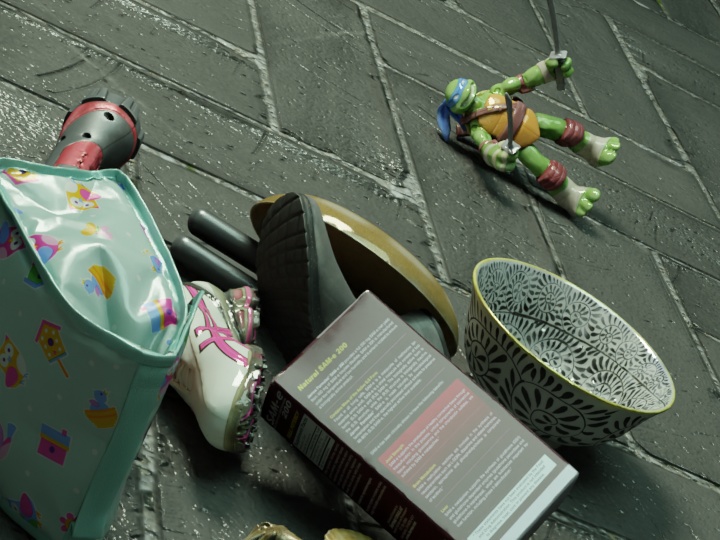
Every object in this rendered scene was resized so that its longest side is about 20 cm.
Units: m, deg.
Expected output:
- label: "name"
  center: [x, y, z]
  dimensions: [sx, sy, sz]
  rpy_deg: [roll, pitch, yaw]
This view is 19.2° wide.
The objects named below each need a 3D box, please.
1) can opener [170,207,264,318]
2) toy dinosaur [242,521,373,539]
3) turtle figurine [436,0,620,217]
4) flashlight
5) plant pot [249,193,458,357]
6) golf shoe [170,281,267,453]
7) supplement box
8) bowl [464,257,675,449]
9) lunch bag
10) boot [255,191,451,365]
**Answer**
- label: "can opener"
  center: [-0.062, 0.023, 1.712]
  dimensions: [0.199, 0.053, 0.066]
  rpy_deg: [33, -12, -5]
- label: "toy dinosaur"
  center: [0.015, 0.208, 1.408]
  dimensions: [0.199, 0.058, 0.101]
  rpy_deg: [21, 24, -26]
- label: "turtle figurine"
  center: [0.195, -0.155, 2.257]
  dimensions: [0.193, 0.200, 0.145]
  rpy_deg: [33, 36, -21]
- label: "flashlight"
  center: [-0.218, -0.083, 1.683]
  dimensions: [0.067, 0.068, 0.200]
  rpy_deg: [24, 22, -7]
- label: "plant pot"
  center: [0.000, 0.000, 1.697]
  dimensions: [0.199, 0.028, 0.200]
  rpy_deg: [32, -17, 11]
- label: "golf shoe"
  center: [-0.115, 0.070, 1.517]
  dimensions: [0.091, 0.073, 0.200]
  rpy_deg: [7, 22, -11]
- label: "supplement box"
  center: [0.039, 0.121, 1.480]
  dimensions: [0.200, 0.061, 0.109]
  rpy_deg: [42, 60, 12]
- label: "bowl"
  center: [0.157, 0.088, 1.793]
  dimensions: [0.200, 0.095, 0.201]
  rpy_deg: [27, 23, -12]
- label: "lunch bag"
  center: [-0.179, 0.055, 1.313]
  dimensions: [0.121, 0.171, 0.200]
  rpy_deg: [3, 36, -37]
- label: "boot"
  center: [-0.001, 0.038, 1.600]
  dimensions: [0.131, 0.070, 0.202]
  rpy_deg: [-6, 86, -38]
